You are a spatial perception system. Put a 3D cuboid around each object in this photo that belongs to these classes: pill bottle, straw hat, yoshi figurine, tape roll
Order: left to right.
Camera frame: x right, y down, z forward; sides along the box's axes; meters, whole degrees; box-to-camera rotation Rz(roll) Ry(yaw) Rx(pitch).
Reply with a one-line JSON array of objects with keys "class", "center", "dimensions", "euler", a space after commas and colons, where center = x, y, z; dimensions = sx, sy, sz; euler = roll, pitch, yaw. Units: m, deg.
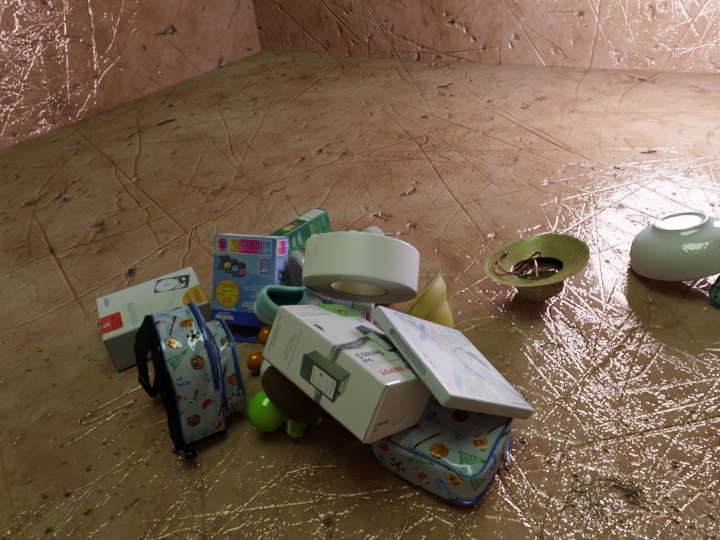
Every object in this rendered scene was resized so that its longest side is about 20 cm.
[{"class": "yoshi figurine", "center": [-0.146, 0.184, 0.871], "dimensions": [0.111, 0.113, 0.201], "euler": [-28, 39, -5]}, {"class": "pill bottle", "center": [-0.042, -0.016, 1.129], "dimensions": [0.197, 0.118, 0.116], "euler": [-23, 37, -23]}, {"class": "tape roll", "center": [0.000, 0.000, 0.913], "dimensions": [0.198, 0.203, 0.072], "euler": [3, 75, 13]}, {"class": "straw hat", "center": [0.348, 0.012, 1.052], "dimensions": [0.197, 0.086, 0.202], "euler": [-15, 27, 8]}]

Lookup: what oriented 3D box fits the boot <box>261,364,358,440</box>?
[{"class": "boot", "center": [-0.061, 0.159, 0.837], "dimensions": [0.197, 0.077, 0.156], "euler": [27, 29, -20]}]

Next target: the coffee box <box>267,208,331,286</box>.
[{"class": "coffee box", "center": [-0.140, -0.042, 1.173], "dimensions": [0.043, 0.125, 0.199], "euler": [15, 39, 37]}]

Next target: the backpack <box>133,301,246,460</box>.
[{"class": "backpack", "center": [-0.267, 0.153, 0.849], "dimensions": [0.152, 0.194, 0.199], "euler": [-25, 37, -26]}]

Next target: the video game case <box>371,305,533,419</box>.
[{"class": "video game case", "center": [0.129, 0.129, 0.753], "dimensions": [0.198, 0.022, 0.183], "euler": [21, 20, -41]}]

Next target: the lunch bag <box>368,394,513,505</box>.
[{"class": "lunch bag", "center": [0.118, 0.233, 0.775], "dimensions": [0.197, 0.077, 0.160], "euler": [17, 38, 31]}]

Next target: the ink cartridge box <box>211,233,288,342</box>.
[{"class": "ink cartridge box", "center": [-0.213, 0.033, 1.046], "dimensions": [0.133, 0.205, 0.076], "euler": [4, 7, 14]}]

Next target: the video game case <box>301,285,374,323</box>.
[{"class": "video game case", "center": [-0.041, 0.041, 1.016], "dimensions": [0.140, 0.018, 0.203], "euler": [9, 59, -5]}]

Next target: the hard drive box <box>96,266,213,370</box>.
[{"class": "hard drive box", "center": [-0.404, 0.090, 1.069], "dimensions": [0.197, 0.078, 0.156], "euler": [-22, 36, -21]}]

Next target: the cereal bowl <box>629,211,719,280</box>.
[{"class": "cereal bowl", "center": [0.634, -0.059, 1.059], "dimensions": [0.196, 0.085, 0.201], "euler": [-18, 18, 6]}]

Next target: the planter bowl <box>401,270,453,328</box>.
[{"class": "planter bowl", "center": [0.099, 0.103, 0.920], "dimensions": [0.083, 0.201, 0.200], "euler": [43, 48, 5]}]

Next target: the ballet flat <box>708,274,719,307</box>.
[{"class": "ballet flat", "center": [0.734, 0.005, 1.012], "dimensions": [0.198, 0.075, 0.074], "euler": [-26, 38, -27]}]

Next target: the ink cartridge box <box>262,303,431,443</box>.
[{"class": "ink cartridge box", "center": [-0.012, 0.128, 0.734], "dimensions": [0.198, 0.085, 0.144], "euler": [31, 16, 32]}]

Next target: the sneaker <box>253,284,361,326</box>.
[{"class": "sneaker", "center": [-0.085, 0.071, 0.929], "dimensions": [0.196, 0.082, 0.075], "euler": [9, 61, -12]}]
